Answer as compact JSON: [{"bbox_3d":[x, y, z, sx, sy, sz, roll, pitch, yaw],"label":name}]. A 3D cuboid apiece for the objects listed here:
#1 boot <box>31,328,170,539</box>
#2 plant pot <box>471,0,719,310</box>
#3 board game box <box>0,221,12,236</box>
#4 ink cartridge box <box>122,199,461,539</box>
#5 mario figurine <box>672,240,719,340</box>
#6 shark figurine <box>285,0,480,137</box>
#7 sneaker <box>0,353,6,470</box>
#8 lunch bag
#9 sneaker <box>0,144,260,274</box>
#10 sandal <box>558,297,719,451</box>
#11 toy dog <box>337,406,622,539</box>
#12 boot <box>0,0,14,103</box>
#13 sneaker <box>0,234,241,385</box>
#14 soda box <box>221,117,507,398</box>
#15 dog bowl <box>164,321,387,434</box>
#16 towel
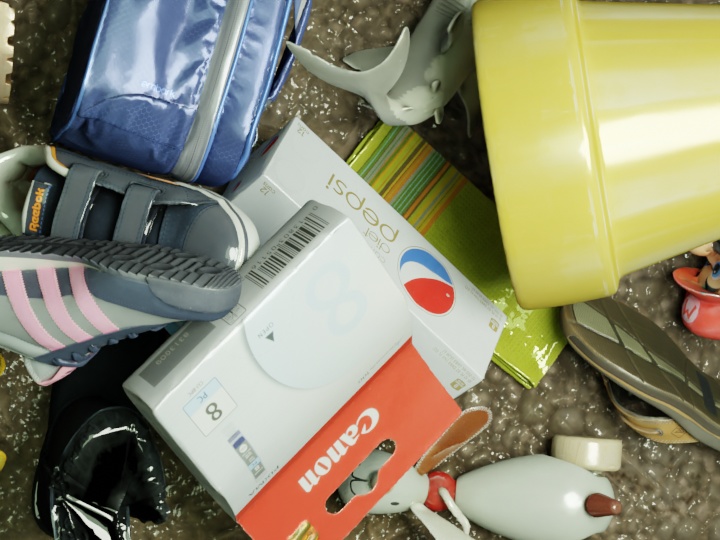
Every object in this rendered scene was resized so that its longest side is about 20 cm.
[{"bbox_3d":[-0.152,0.083,1.283,0.076,0.168,0.202,13,88,-16],"label":"boot"},{"bbox_3d":[0.177,-0.086,1.323,0.187,0.201,0.203,-8,93,8],"label":"plant pot"},{"bbox_3d":[-0.307,0.030,1.313,0.135,0.028,0.201,34,83,-13],"label":"board game box"},{"bbox_3d":[-0.026,0.083,1.246,0.160,0.047,0.200,-45,125,-13],"label":"ink cartridge box"},{"bbox_3d":[0.269,-0.046,1.416,0.106,0.123,0.201,34,105,23],"label":"mario figurine"},{"bbox_3d":[0.021,-0.132,1.362,0.089,0.214,0.129,15,122,22],"label":"shark figurine"},{"bbox_3d":[-0.264,0.041,1.279,0.081,0.078,0.202,-11,101,-25],"label":"sneaker"},{"bbox_3d":[-0.103,-0.156,1.308,0.131,0.136,0.202,17,86,-14],"label":"lunch bag"},{"bbox_3d":[-0.153,-0.026,1.263,0.079,0.199,0.079,10,96,-51],"label":"sneaker"},{"bbox_3d":[0.209,0.088,1.438,0.199,0.082,0.055,32,119,-23],"label":"sandal"},{"bbox_3d":[0.094,0.153,1.384,0.198,0.096,0.133,-15,88,-15],"label":"toy dog"},{"bbox_3d":[-0.265,-0.208,1.299,0.106,0.075,0.202,3,91,-10],"label":"boot"},{"bbox_3d":[-0.157,0.027,1.207,0.198,0.070,0.083,5,102,25],"label":"sneaker"},{"bbox_3d":[0.000,0.000,1.359,0.200,0.064,0.068,43,40,-14],"label":"soda box"},{"bbox_3d":[-0.061,0.044,1.338,0.050,0.112,0.200,-41,106,17],"label":"dog bowl"},{"bbox_3d":[0.067,-0.013,1.417,0.200,0.018,0.086,40,82,-12],"label":"towel"}]
